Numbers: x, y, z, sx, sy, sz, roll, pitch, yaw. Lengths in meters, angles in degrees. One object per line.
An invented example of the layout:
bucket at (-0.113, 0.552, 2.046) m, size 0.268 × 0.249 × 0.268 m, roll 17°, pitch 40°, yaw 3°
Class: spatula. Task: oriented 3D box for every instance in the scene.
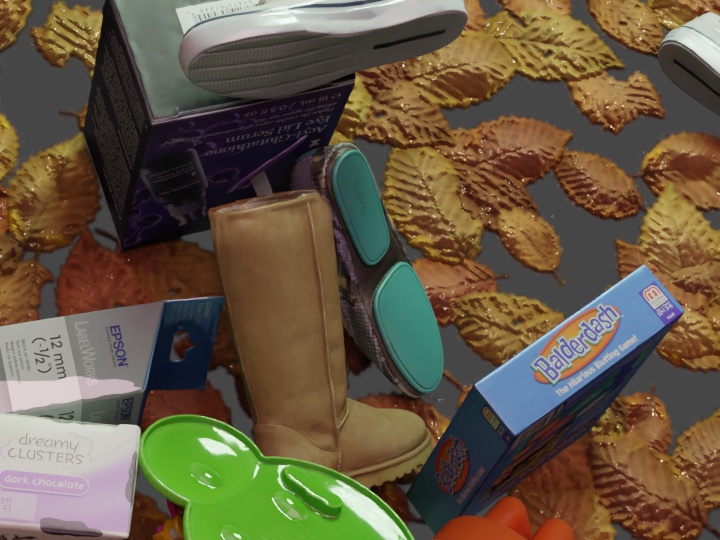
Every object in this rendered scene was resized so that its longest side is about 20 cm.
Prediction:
spatula at (-0.066, -0.046, 1.224) m, size 0.056 × 0.200 × 0.021 m, roll -35°, pitch 77°, yaw -14°

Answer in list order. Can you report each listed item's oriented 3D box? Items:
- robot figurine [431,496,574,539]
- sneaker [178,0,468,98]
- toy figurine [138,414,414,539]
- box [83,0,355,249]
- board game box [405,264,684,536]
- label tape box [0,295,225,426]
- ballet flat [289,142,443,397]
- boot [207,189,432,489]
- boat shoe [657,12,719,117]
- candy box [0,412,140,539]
robot figurine at (0.066, 0.241, 1.156) m, size 0.144 × 0.117 × 0.200 m, roll 43°, pitch 63°, yaw 2°
sneaker at (-0.030, -0.162, 1.142) m, size 0.199 × 0.073 × 0.071 m, roll -13°, pitch 62°, yaw -28°
toy figurine at (-0.079, 0.218, 1.105) m, size 0.199 × 0.185 × 0.150 m, roll 36°, pitch 34°, yaw 20°
box at (-0.104, -0.113, 1.247) m, size 0.147 × 0.200 × 0.105 m, roll -14°, pitch 70°, yaw -18°
board game box at (0.119, 0.092, 1.195) m, size 0.152 × 0.200 × 0.045 m, roll -33°, pitch 73°, yaw -25°
label tape box at (-0.185, 0.086, 1.161) m, size 0.198 × 0.144 × 0.067 m, roll -7°, pitch 64°, yaw -16°
ballet flat at (0.000, 0.000, 1.269) m, size 0.072 × 0.072 × 0.201 m, roll -34°, pitch 117°, yaw -25°
boot at (-0.020, 0.045, 1.182) m, size 0.175 × 0.066 × 0.202 m, roll -19°, pitch 103°, yaw -55°
boat shoe at (0.330, -0.135, 1.426) m, size 0.067 × 0.074 × 0.200 m, roll -39°, pitch 77°, yaw -23°
candy box at (-0.226, 0.153, 1.087) m, size 0.166 × 0.200 × 0.072 m, roll 7°, pitch 62°, yaw -8°
